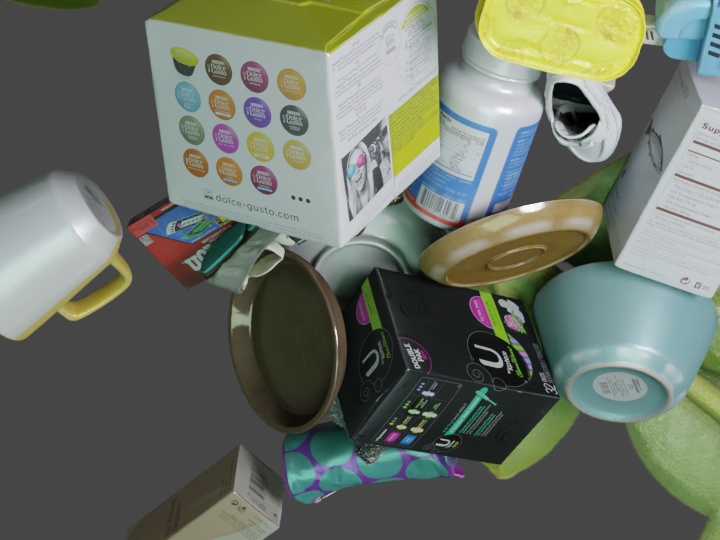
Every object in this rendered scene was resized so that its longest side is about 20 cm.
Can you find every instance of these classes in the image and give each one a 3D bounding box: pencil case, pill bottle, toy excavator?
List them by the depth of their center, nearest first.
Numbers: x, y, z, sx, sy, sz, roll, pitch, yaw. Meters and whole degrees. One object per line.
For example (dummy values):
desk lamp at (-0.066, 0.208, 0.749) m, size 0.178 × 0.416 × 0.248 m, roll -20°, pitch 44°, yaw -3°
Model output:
toy excavator at (0.301, -0.240, 1.587) m, size 0.200 × 0.100 × 0.194 m, roll 7°, pitch 147°, yaw 5°
pill bottle at (0.120, -0.146, 1.654) m, size 0.112 × 0.112 × 0.200 m, roll 14°, pitch 121°, yaw -8°
pencil case at (0.014, 0.213, 1.899) m, size 0.200 × 0.085 × 0.092 m, roll -10°, pitch 106°, yaw 8°

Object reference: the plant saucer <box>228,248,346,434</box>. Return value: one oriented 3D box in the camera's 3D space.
plant saucer at (-0.076, 0.075, 1.762) m, size 0.029 × 0.200 × 0.200 m, roll -6°, pitch 130°, yaw -37°

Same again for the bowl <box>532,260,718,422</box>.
bowl at (0.280, 0.091, 1.766) m, size 0.201 × 0.105 × 0.201 m, roll 8°, pitch 145°, yaw 5°

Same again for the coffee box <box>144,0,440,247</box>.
coffee box at (-0.057, -0.171, 1.549) m, size 0.200 × 0.200 × 0.198 m, roll 15°, pitch 126°, yaw 27°

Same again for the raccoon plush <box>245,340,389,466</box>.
raccoon plush at (-0.039, 0.147, 1.828) m, size 0.200 × 0.134 × 0.097 m, roll 3°, pitch 122°, yaw -1°

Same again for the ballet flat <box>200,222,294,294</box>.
ballet flat at (-0.097, -0.041, 1.704) m, size 0.064 × 0.067 × 0.200 m, roll 27°, pitch 138°, yaw -18°

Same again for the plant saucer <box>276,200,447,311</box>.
plant saucer at (0.000, 0.000, 1.785) m, size 0.200 × 0.050 × 0.200 m, roll 1°, pitch 123°, yaw 1°

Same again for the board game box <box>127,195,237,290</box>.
board game box at (-0.142, -0.059, 1.754) m, size 0.200 × 0.019 × 0.103 m, roll -29°, pitch 119°, yaw 26°

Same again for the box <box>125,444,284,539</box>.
box at (-0.189, 0.307, 1.958) m, size 0.200 × 0.095 × 0.078 m, roll -38°, pitch 114°, yaw 21°

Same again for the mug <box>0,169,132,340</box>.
mug at (-0.331, -0.029, 1.743) m, size 0.153 × 0.187 × 0.149 m, roll -33°, pitch 84°, yaw 10°

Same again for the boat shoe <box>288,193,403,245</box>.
boat shoe at (-0.012, -0.064, 1.653) m, size 0.072 × 0.201 × 0.061 m, roll -22°, pitch 100°, yaw 34°

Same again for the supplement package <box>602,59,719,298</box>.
supplement package at (0.344, -0.095, 1.679) m, size 0.117 × 0.117 × 0.200 m, roll 18°, pitch 120°, yaw -10°

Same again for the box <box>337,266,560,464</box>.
box at (0.083, 0.104, 1.752) m, size 0.200 × 0.149 × 0.124 m, roll 13°, pitch 131°, yaw -30°

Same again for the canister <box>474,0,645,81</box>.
canister at (0.178, -0.264, 1.525) m, size 0.148 × 0.200 × 0.087 m, roll 12°, pitch 122°, yaw -7°

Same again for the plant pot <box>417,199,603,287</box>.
plant pot at (0.158, -0.023, 1.704) m, size 0.200 × 0.027 × 0.200 m, roll -14°, pitch 165°, yaw -4°

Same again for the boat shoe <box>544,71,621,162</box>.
boat shoe at (0.213, -0.155, 1.633) m, size 0.074 × 0.065 × 0.200 m, roll 5°, pitch 153°, yaw 23°
